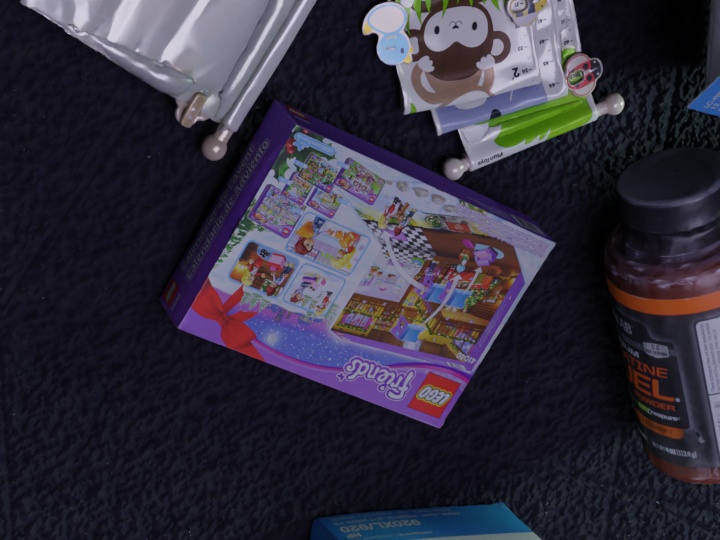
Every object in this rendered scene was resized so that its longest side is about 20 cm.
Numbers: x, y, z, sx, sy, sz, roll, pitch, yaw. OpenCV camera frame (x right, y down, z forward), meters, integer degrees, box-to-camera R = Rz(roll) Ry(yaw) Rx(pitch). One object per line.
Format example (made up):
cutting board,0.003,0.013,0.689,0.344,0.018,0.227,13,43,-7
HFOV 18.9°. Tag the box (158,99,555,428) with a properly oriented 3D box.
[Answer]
box,0.000,0.000,1.262,0.199,0.039,0.137,23,106,-33

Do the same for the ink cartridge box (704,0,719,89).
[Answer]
ink cartridge box,0.282,-0.200,1.271,0.145,0.086,0.202,4,111,8

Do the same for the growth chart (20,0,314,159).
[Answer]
growth chart,-0.103,-0.167,1.149,0.200,0.018,0.145,36,91,-34

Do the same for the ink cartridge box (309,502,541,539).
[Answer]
ink cartridge box,0.063,0.254,1.313,0.144,0.200,0.148,0,110,-28

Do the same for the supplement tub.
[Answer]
supplement tub,0.211,0.026,1.353,0.106,0.107,0.201,-25,119,-17

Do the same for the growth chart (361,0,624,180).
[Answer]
growth chart,0.070,-0.150,1.258,0.144,0.018,0.201,-27,120,-14

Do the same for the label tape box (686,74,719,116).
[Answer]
label tape box,0.306,-0.083,1.211,0.199,0.067,0.143,14,141,-29
